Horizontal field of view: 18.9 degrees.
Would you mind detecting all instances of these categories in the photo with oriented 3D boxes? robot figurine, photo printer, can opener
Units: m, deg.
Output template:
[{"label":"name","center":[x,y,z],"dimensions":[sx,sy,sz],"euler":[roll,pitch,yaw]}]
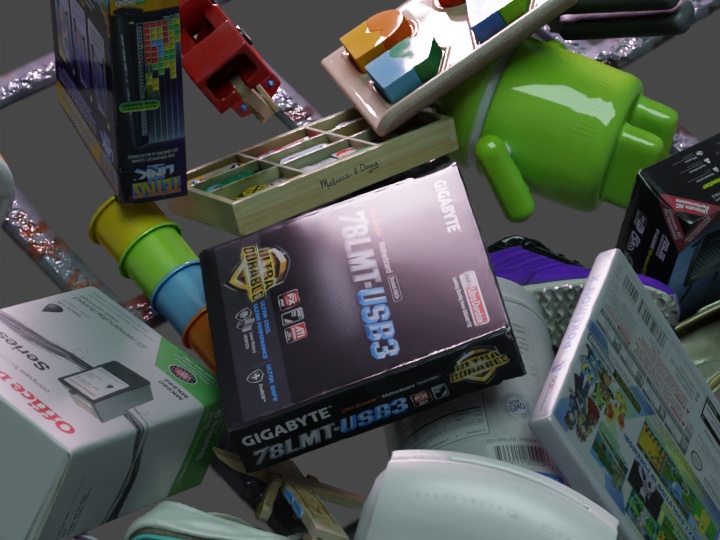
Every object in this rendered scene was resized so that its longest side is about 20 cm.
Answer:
[{"label":"robot figurine","center":[0.146,-0.119,1.713],"dimensions":[0.199,0.116,0.176],"euler":[21,43,11]},{"label":"photo printer","center":[0.068,0.216,1.371],"dimensions":[0.166,0.201,0.069],"euler":[17,17,4]},{"label":"can opener","center":[0.181,-0.224,1.762],"dimensions":[0.199,0.053,0.067],"euler":[2,47,36]}]

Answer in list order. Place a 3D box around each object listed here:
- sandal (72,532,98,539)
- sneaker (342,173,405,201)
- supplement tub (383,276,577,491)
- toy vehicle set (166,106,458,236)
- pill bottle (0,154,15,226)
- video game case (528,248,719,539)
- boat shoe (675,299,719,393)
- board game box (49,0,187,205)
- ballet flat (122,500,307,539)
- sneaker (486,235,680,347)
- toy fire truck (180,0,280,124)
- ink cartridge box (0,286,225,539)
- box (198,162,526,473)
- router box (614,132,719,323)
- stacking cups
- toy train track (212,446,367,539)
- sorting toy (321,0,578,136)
[{"label":"sandal","center":[-0.186,0.198,1.419],"dimensions":[0.202,0.083,0.050],"euler":[24,46,12]},{"label":"sneaker","center":[0.000,0.000,1.636],"dimensions":[0.079,0.075,0.200],"euler":[43,42,-13]},{"label":"supplement tub","center":[0.082,0.119,1.497],"dimensions":[0.131,0.132,0.201],"euler":[-1,50,-10]},{"label":"toy vehicle set","center":[-0.039,-0.081,1.667],"dimensions":[0.199,0.027,0.124],"euler":[-23,21,-26]},{"label":"pill bottle","center":[-0.350,-0.108,1.627],"dimensions":[0.112,0.112,0.200],"euler":[-21,56,-25]},{"label":"video game case","center":[0.196,0.115,1.489],"dimensions":[0.022,0.200,0.183],"euler":[-18,29,35]},{"label":"boat shoe","center":[0.244,0.068,1.610],"dimensions":[0.200,0.063,0.073],"euler":[-24,58,-26]},{"label":"board game box","center":[-0.184,-0.166,1.628],"dimensions":[0.056,0.166,0.200],"euler":[-11,31,-17]},{"label":"ballet flat","center":[-0.060,0.197,1.458],"dimensions":[0.199,0.070,0.070],"euler":[16,50,5]},{"label":"sneaker","center":[0.139,0.010,1.618],"dimensions":[0.199,0.070,0.100],"euler":[-1,37,11]},{"label":"toy fire truck","center":[-0.101,-0.158,1.664],"dimensions":[0.049,0.200,0.141],"euler":[-40,62,3]},{"label":"ink cartridge box","center":[-0.199,0.095,1.442],"dimensions":[0.146,0.084,0.200],"euler":[34,23,19]},{"label":"box","center":[-0.003,0.028,1.475],"dimensions":[0.198,0.050,0.200],"euler":[-20,38,6]},{"label":"router box","center":[0.285,-0.040,1.650],"dimensions":[0.199,0.150,0.062],"euler":[-25,58,-26]},{"label":"stacking cups","center":[-0.118,0.023,1.594],"dimensions":[0.060,0.061,0.200],"euler":[-30,63,-29]},{"label":"toy train track","center":[-0.043,0.161,1.440],"dimensions":[0.114,0.033,0.200],"euler":[20,4,-14]},{"label":"sorting toy","center":[0.063,-0.193,1.710],"dimensions":[0.185,0.037,0.200],"euler":[-35,24,0]}]
